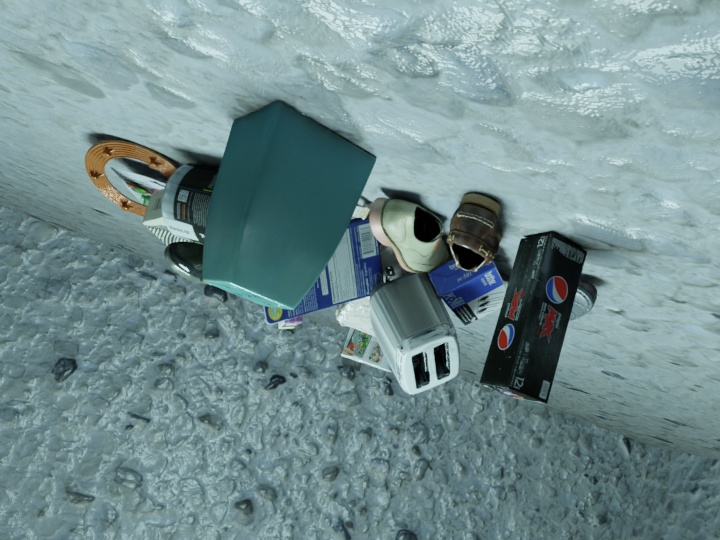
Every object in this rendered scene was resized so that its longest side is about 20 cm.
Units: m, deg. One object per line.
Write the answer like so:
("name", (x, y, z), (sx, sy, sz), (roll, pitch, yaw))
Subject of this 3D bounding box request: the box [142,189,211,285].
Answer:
("box", (-0.286, -0.059, 1.212), (0.081, 0.069, 0.200), (-12, 141, 24))

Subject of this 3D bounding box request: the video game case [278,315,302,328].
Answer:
("video game case", (-0.133, -0.001, 1.215), (0.035, 0.203, 0.181), (-4, 174, -11))

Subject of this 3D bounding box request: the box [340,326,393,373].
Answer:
("box", (0.044, 0.079, 1.281), (0.109, 0.203, 0.035), (18, 170, 2))

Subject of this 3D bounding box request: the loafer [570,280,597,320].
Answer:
("loafer", (0.293, 0.039, 1.060), (0.072, 0.063, 0.200), (49, 154, -6))

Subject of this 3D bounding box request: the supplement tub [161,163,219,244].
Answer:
("supplement tub", (-0.198, -0.091, 1.065), (0.198, 0.124, 0.122), (15, 169, 24))

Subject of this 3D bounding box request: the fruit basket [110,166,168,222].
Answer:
("fruit basket", (-0.363, -0.119, 1.311), (0.183, 0.095, 0.200), (17, 166, 12))

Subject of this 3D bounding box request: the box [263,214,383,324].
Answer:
("box", (-0.061, -0.003, 1.021), (0.198, 0.123, 0.032), (-15, -162, -25))

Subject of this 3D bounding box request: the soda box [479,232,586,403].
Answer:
("soda box", (0.218, 0.059, 0.866), (0.063, 0.202, 0.071), (22, 169, -18))

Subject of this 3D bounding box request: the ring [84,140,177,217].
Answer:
("ring", (-0.385, -0.148, 1.195), (0.197, 0.019, 0.201), (10, 147, 6))

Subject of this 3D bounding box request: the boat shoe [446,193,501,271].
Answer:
("boat shoe", (0.143, -0.035, 0.890), (0.069, 0.071, 0.200), (15, 170, 15))

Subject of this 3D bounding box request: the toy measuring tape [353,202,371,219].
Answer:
("toy measuring tape", (-0.077, -0.111, 0.957), (0.198, 0.075, 0.073), (5, 179, -35))

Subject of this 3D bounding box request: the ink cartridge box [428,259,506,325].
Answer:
("ink cartridge box", (0.178, 0.028, 1.081), (0.093, 0.045, 0.200), (-28, 156, 9))

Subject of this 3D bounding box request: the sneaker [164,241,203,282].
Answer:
("sneaker", (-0.222, -0.025, 1.145), (0.198, 0.077, 0.114), (20, 131, -40))

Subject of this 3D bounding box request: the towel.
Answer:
("towel", (0.056, 0.032, 1.126), (0.131, 0.201, 0.035), (20, -149, -22))

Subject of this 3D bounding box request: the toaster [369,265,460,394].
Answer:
("toaster", (0.085, 0.095, 1.052), (0.112, 0.130, 0.201), (-20, 141, -8))

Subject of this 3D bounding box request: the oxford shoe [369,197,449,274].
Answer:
("oxford shoe", (0.088, -0.041, 0.965), (0.073, 0.072, 0.199), (3, 165, 33))

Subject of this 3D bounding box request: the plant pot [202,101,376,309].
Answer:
("plant pot", (-0.100, -0.064, 0.814), (0.140, 0.203, 0.141), (24, 169, -30))
